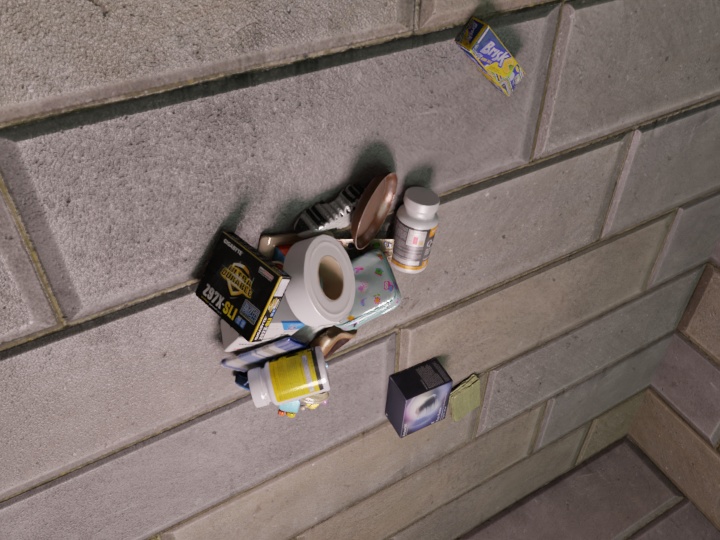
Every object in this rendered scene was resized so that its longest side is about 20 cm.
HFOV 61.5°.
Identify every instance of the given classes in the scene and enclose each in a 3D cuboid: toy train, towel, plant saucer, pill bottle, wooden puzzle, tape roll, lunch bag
[{"bbox_3d":[-0.173,0.340,1.781,0.195,0.056,0.154,-25,111,-2],"label":"toy train"},{"bbox_3d":[0.403,0.495,2.344,0.145,0.037,0.204,-30,136,-13],"label":"towel"},{"bbox_3d":[0.029,-0.150,1.473,0.202,0.034,0.202,-55,163,-26],"label":"plant saucer"},{"bbox_3d":[0.141,-0.106,1.590,0.113,0.117,0.205,-10,130,-29],"label":"pill bottle"},{"bbox_3d":[-0.166,-0.008,1.501,0.194,0.037,0.190,-6,128,-33],"label":"wooden puzzle"},{"bbox_3d":[-0.241,0.211,1.529,0.194,0.025,0.147,-21,161,11],"label":"towel"},{"bbox_3d":[-0.181,0.274,1.540,0.193,0.116,0.117,-15,135,-4],"label":"pill bottle"},{"bbox_3d":[-0.094,0.025,1.420,0.069,0.209,0.201,-12,151,32],"label":"tape roll"},{"bbox_3d":[-0.002,0.056,1.544,0.195,0.165,0.077,-25,165,10],"label":"lunch bag"}]

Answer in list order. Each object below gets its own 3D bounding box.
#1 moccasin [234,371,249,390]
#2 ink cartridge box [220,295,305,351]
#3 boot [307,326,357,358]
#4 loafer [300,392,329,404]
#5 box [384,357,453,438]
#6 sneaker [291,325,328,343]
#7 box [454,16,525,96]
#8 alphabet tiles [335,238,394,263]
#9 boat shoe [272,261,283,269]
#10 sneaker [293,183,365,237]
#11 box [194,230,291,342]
[{"bbox_3d":[-0.240,0.291,1.633,0.193,0.081,0.071,11,102,-2],"label":"moccasin"},{"bbox_3d":[-0.235,0.123,1.458,0.142,0.087,0.199,1,155,-35],"label":"ink cartridge box"},{"bbox_3d":[-0.102,0.215,1.697,0.167,0.073,0.199,-48,167,24],"label":"boot"},{"bbox_3d":[-0.173,0.316,1.702,0.194,0.076,0.070,19,109,-17],"label":"loafer"},{"bbox_3d":[0.198,0.440,2.083,0.193,0.124,0.205,-16,133,-23],"label":"box"},{"bbox_3d":[-0.120,0.115,1.605,0.198,0.075,0.100,-40,125,-2],"label":"sneaker"},{"bbox_3d":[0.307,-0.500,1.423,0.197,0.065,0.071,26,107,-45],"label":"box"},{"bbox_3d":[0.000,0.000,1.610,0.161,0.008,0.205,-1,128,-9],"label":"alphabet tiles"},{"bbox_3d":[-0.266,0.033,1.419,0.193,0.063,0.073,-14,131,-6],"label":"boat shoe"},{"bbox_3d":[-0.067,-0.126,1.456,0.196,0.076,0.082,-29,146,-13],"label":"sneaker"},{"bbox_3d":[-0.260,0.034,1.328,0.049,0.198,0.163,6,116,-60],"label":"box"}]
